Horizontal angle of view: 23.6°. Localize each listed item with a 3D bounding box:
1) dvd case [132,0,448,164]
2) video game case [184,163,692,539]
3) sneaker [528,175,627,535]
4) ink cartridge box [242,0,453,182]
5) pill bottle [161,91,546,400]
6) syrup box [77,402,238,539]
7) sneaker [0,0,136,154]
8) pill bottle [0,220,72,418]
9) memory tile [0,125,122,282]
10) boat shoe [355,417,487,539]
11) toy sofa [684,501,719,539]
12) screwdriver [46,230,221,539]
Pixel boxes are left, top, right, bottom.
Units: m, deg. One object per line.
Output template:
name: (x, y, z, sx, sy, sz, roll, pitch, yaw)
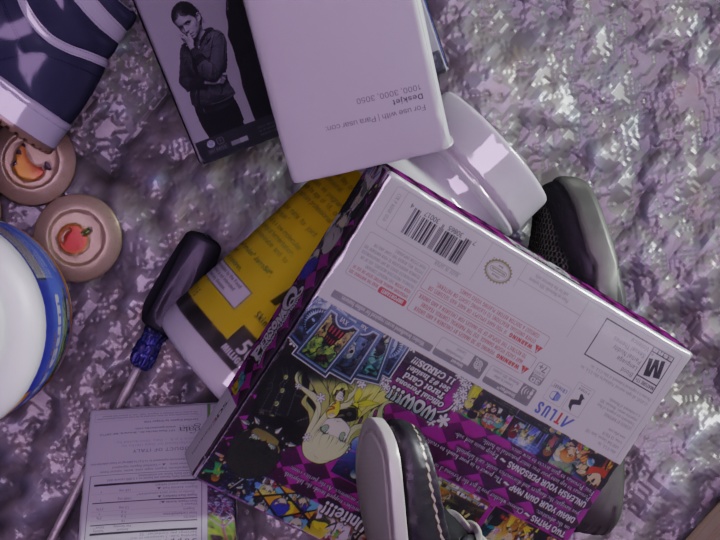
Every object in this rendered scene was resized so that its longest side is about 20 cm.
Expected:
dvd case: (-0.053, -0.173, 0.928, 0.150, 0.025, 0.200, -20, 113, 0)
video game case: (0.042, 0.068, 0.878, 0.200, 0.036, 0.181, 29, 98, -22)
sneaker: (0.086, 0.048, 0.951, 0.114, 0.076, 0.200, 0, 96, -10)
ink cartridge box: (-0.021, -0.161, 0.844, 0.085, 0.145, 0.200, -14, 113, 2)
pill bottle: (0.000, 0.000, 0.928, 0.200, 0.111, 0.111, -43, 93, -2)
syrup box: (-0.101, 0.155, 0.872, 0.081, 0.200, 0.079, -3, 120, -5)
sneaker: (-0.213, -0.164, 0.917, 0.200, 0.070, 0.109, 38, 93, -10)
pill bottle: (-0.208, 0.027, 0.856, 0.112, 0.200, 0.112, 0, 91, -4)
memory tile: (-0.238, -0.055, 0.961, 0.153, 0.017, 0.200, -31, 92, -3)
boat shoe: (0.039, 0.154, 0.848, 0.060, 0.074, 0.200, -12, 116, -8)
toy sofa: (0.234, 0.182, 0.969, 0.200, 0.098, 0.083, -48, 118, -2)
screwdriver: (-0.131, 0.069, 0.959, 0.028, 0.029, 0.200, 27, 84, -3)
